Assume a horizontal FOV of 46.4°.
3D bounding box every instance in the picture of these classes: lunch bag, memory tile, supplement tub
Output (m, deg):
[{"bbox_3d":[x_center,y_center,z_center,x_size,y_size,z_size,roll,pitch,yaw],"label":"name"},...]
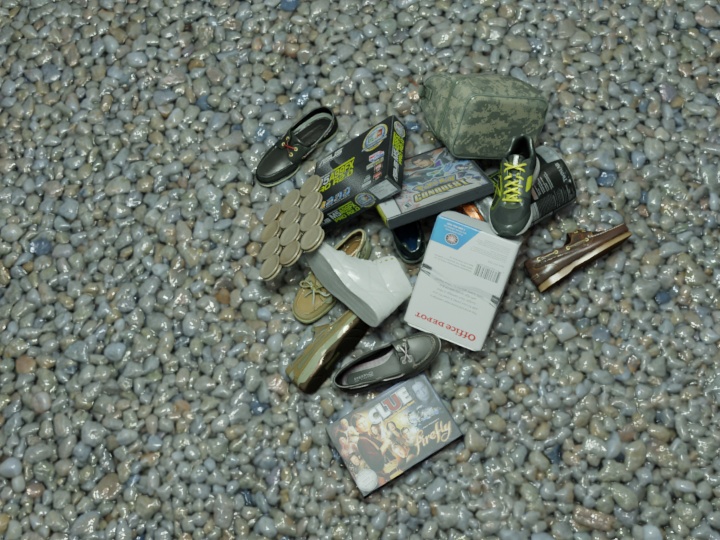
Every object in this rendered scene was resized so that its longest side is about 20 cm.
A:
[{"bbox_3d":[0.223,-0.299,1.553,0.199,0.140,0.168,-3,39,-26],"label":"lunch bag"},{"bbox_3d":[-0.124,-0.078,1.523,0.153,0.017,0.201,-34,37,24],"label":"memory tile"},{"bbox_3d":[0.278,-0.129,1.525,0.199,0.123,0.123,-29,70,-6],"label":"supplement tub"}]

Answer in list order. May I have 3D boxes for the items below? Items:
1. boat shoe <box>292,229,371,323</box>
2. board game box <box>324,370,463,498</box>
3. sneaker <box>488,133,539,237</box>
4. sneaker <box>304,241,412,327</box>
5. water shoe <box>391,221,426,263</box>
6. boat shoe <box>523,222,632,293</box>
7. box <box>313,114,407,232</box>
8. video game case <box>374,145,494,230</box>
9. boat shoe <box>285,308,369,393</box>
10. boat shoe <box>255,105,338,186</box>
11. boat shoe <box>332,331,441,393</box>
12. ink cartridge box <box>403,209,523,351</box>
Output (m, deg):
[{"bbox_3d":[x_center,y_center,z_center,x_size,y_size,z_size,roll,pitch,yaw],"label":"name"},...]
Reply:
[{"bbox_3d":[-0.057,0.006,1.537,0.073,0.063,0.200,33,77,15],"label":"boat shoe"},{"bbox_3d":[0.057,0.279,1.443,0.199,0.035,0.136,-31,70,-6],"label":"board game box"},{"bbox_3d":[0.254,-0.146,1.412,0.074,0.085,0.201,2,53,19],"label":"sneaker"},{"bbox_3d":[0.000,0.000,1.483,0.115,0.074,0.200,-35,70,-30],"label":"sneaker"},{"bbox_3d":[0.076,-0.113,1.560,0.071,0.079,0.201,-22,69,-3],"label":"water shoe"},{"bbox_3d":[0.389,-0.038,1.508,0.199,0.070,0.071,-29,74,-5],"label":"boat shoe"},{"bbox_3d":[-0.007,-0.173,1.527,0.199,0.044,0.161,-26,42,35],"label":"box"},{"bbox_3d":[0.115,-0.157,1.511,0.199,0.026,0.181,-20,35,-5],"label":"video game case"},{"bbox_3d":[-0.058,0.120,1.497,0.076,0.072,0.200,37,77,28],"label":"boat shoe"},{"bbox_3d":[-0.128,-0.245,1.638,0.201,0.063,0.074,-41,74,-8],"label":"boat shoe"},{"bbox_3d":[0.044,0.162,1.444,0.199,0.057,0.067,-26,74,17],"label":"boat shoe"},{"bbox_3d":[0.178,0.015,1.453,0.146,0.086,0.201,21,109,12],"label":"ink cartridge box"}]
